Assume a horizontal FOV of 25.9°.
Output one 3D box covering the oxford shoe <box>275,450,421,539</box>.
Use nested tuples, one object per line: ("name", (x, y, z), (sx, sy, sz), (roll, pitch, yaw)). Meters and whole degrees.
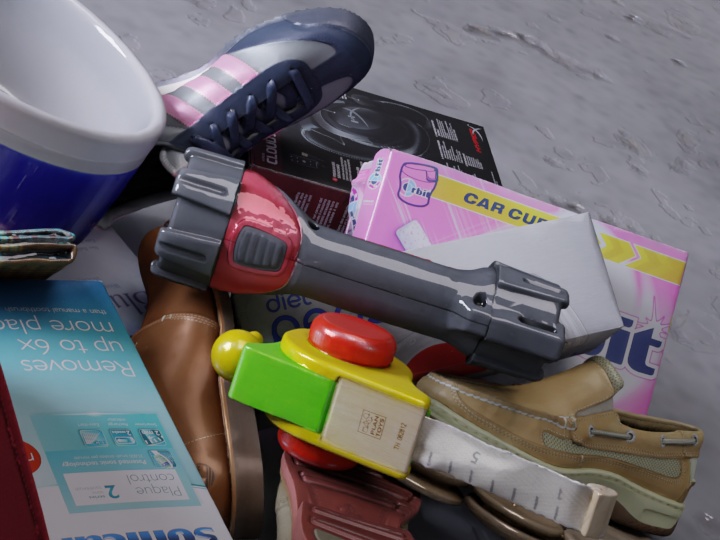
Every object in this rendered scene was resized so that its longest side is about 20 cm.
("oxford shoe", (-0.015, 0.133, 0.722), (0.070, 0.075, 0.200), (18, 9, 0))

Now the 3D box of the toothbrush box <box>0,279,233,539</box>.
("toothbrush box", (-0.155, 0.095, 0.662), (0.146, 0.086, 0.200), (2, 37, -32))

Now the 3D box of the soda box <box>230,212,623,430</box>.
("soda box", (0.032, 0.027, 0.829), (0.199, 0.063, 0.069), (-12, 76, -11))

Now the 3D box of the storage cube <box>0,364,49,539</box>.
("storage cube", (-0.215, 0.024, 0.513), (0.199, 0.180, 0.171), (-17, 45, -14))

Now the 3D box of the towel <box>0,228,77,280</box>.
("towel", (-0.241, -0.004, 0.715), (0.199, 0.022, 0.147), (0, -6, -22))

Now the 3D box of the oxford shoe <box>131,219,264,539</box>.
("oxford shoe", (-0.098, 0.047, 0.785), (0.071, 0.072, 0.201), (-3, 44, -13))

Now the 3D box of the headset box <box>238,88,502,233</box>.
("headset box", (-0.011, -0.055, 1.014), (0.199, 0.078, 0.149), (13, 31, -16))

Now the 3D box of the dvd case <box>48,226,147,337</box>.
("dvd case", (-0.198, -0.013, 0.871), (0.142, 0.018, 0.200), (-7, 42, -43))

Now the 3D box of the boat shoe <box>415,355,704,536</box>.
("boat shoe", (0.108, 0.078, 0.827), (0.199, 0.076, 0.072), (23, 6, -40))

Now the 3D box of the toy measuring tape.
("toy measuring tape", (0.024, 0.069, 0.723), (0.199, 0.074, 0.074), (20, 29, 12))

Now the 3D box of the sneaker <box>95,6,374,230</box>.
("sneaker", (-0.079, -0.080, 0.899), (0.070, 0.199, 0.082), (54, 17, -42))

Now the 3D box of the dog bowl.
("dog bowl", (-0.203, -0.101, 0.803), (0.200, 0.079, 0.200), (34, 19, -13))

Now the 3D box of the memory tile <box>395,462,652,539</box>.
("memory tile", (0.104, 0.132, 0.800), (0.199, 0.017, 0.153), (29, 5, 9))

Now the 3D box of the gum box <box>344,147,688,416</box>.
("gum box", (0.077, 0.015, 0.910), (0.199, 0.114, 0.066), (18, -10, -9))

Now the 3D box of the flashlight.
("flashlight", (0.000, 0.000, 0.768), (0.199, 0.068, 0.068), (17, 58, -7))
